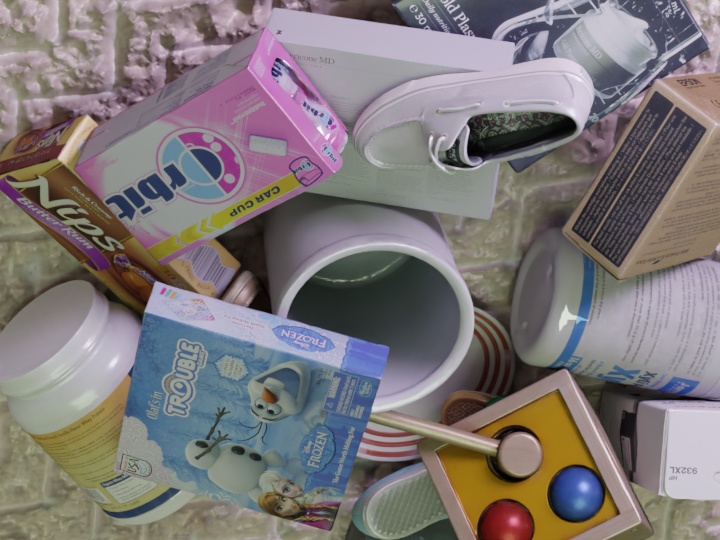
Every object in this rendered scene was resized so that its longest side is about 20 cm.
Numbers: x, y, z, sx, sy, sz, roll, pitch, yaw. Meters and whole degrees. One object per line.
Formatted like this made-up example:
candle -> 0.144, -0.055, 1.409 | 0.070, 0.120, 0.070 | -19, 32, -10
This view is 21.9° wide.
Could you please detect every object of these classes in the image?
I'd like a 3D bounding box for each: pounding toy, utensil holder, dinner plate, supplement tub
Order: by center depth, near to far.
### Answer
utensil holder -> 0.000, 0.000, 1.624 | 0.170, 0.200, 0.170 | -3, 121, -6
supplement tub -> -0.230, 0.120, 1.695 | 0.144, 0.144, 0.200 | -32, 120, 11
pounding toy -> 0.135, 0.184, 1.696 | 0.184, 0.200, 0.142 | -28, 161, 7
supplement tub -> 0.251, 0.041, 1.725 | 0.200, 0.132, 0.132 | 12, 118, -14
dinner plate -> 0.051, 0.103, 1.782 | 0.200, 0.024, 0.200 | -11, 130, -13

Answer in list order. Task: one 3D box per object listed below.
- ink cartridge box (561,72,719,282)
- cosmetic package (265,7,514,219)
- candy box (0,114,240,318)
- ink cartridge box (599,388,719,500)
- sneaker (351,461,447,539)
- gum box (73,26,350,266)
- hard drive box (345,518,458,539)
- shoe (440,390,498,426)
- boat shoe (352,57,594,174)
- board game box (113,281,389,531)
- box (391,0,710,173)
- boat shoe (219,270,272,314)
ink cartridge box -> 0.283, -0.086, 1.622 | 0.200, 0.075, 0.165 | -12, 138, -56
cosmetic package -> 0.018, -0.127, 1.521 | 0.200, 0.052, 0.151 | 9, 134, 5
candy box -> -0.212, -0.043, 1.617 | 0.117, 0.057, 0.200 | -8, 136, 48
ink cartridge box -> 0.322, 0.163, 1.761 | 0.145, 0.200, 0.084 | 3, 91, -9
sneaker -> 0.080, 0.212, 1.849 | 0.200, 0.082, 0.074 | -13, 92, -22
gum box -> -0.115, -0.099, 1.495 | 0.200, 0.066, 0.114 | -26, 118, 28
hard drive box -> 0.075, 0.334, 1.908 | 0.200, 0.077, 0.156 | 10, 120, -14
shoe -> 0.158, 0.175, 1.820 | 0.200, 0.053, 0.070 | 34, 105, -17
boat shoe -> 0.084, -0.107, 1.445 | 0.200, 0.069, 0.072 | -7, 129, 18
board game box -> -0.095, 0.118, 1.555 | 0.199, 0.043, 0.200 | 16, 132, 0
box -> 0.150, -0.226, 1.556 | 0.196, 0.124, 0.200 | -34, 119, 10
boat shoe -> -0.090, 0.063, 1.671 | 0.072, 0.065, 0.200 | -52, 164, -19
